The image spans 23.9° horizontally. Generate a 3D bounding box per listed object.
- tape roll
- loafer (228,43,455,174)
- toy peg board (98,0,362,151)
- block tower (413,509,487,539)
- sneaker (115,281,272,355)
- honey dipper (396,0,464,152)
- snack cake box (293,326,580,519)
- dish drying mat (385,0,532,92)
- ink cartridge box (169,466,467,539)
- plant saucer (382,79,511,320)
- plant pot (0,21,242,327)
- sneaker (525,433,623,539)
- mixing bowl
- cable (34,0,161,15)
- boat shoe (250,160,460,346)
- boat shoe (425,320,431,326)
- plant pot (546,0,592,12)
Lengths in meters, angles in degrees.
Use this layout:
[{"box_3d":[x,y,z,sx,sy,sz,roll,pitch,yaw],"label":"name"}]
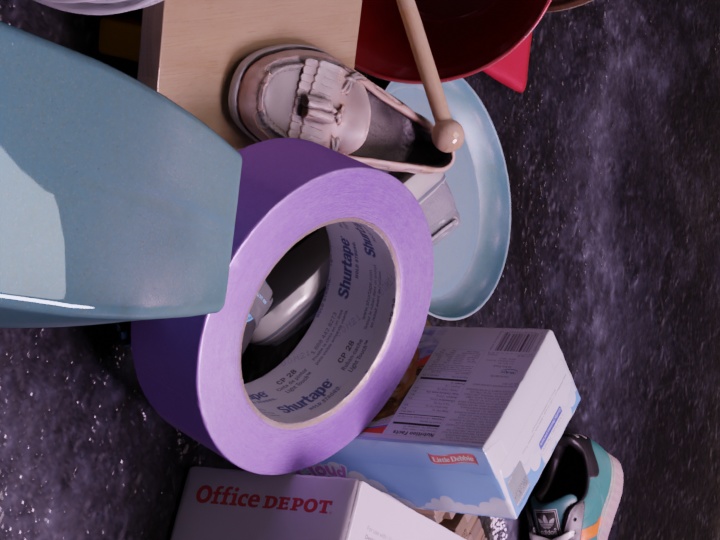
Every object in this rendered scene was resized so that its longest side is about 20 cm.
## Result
[{"box_3d":[-0.045,0.022,1.057,0.200,0.066,0.201,-26,128,-38],"label":"tape roll"},{"box_3d":[-0.005,-0.101,1.118,0.200,0.063,0.072,13,94,-57],"label":"loafer"},{"box_3d":[-0.095,-0.171,1.101,0.200,0.098,0.200,-14,115,-53],"label":"toy peg board"},{"box_3d":[0.050,0.179,1.283,0.058,0.054,0.200,-53,135,-43],"label":"block tower"},{"box_3d":[-0.128,0.004,1.049,0.200,0.073,0.082,41,62,-42],"label":"sneaker"},{"box_3d":[0.032,-0.176,1.151,0.038,0.038,0.201,-8,80,-53],"label":"honey dipper"},{"box_3d":[0.032,0.098,1.154,0.115,0.199,0.067,-55,132,-38],"label":"snack cake box"},{"box_3d":[0.082,-0.212,1.382,0.200,0.018,0.077,23,70,-51],"label":"dish drying mat"},{"box_3d":[-0.040,0.244,1.098,0.146,0.146,0.201,35,62,-46],"label":"ink cartridge box"},{"box_3d":[0.055,-0.060,1.324,0.200,0.027,0.201,13,74,-52],"label":"plant saucer"},{"box_3d":[-0.171,-0.038,0.897,0.200,0.141,0.142,13,78,-38],"label":"plant pot"},{"box_3d":[0.169,0.234,1.450,0.080,0.071,0.201,37,56,-41],"label":"sneaker"},{"box_3d":[0.054,-0.235,1.227,0.108,0.199,0.201,-27,112,-75],"label":"mixing bowl"},{"box_3d":[-0.158,-0.230,0.913,0.200,0.200,0.069,41,49,-17],"label":"cable"},{"box_3d":[0.000,0.000,1.189,0.201,0.070,0.072,-42,108,-28],"label":"boat shoe"},{"box_3d":[0.065,0.117,1.321,0.063,0.073,0.201,-32,130,0],"label":"boat shoe"},{"box_3d":[0.133,-0.342,1.325,0.198,0.200,0.201,41,57,-35],"label":"plant pot"}]
